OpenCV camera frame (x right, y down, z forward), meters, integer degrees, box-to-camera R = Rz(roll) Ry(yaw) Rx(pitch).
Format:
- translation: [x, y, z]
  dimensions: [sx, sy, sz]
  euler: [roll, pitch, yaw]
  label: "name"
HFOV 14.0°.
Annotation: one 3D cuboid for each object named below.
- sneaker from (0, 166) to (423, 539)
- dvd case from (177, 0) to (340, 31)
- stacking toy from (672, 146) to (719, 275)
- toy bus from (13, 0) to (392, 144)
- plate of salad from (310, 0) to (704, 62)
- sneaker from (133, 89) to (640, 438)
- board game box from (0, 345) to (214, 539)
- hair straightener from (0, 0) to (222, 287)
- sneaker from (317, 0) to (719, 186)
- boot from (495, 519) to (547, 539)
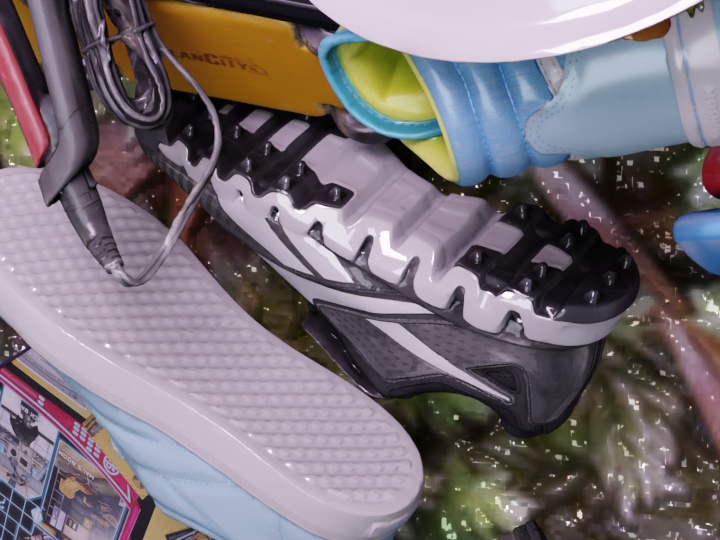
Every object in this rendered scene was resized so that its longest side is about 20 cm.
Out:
- translation: [-0.073, 0.047, 1.043]
  dimensions: [0.200, 0.074, 0.082]
  euler: [40, 134, 16]
  label: "sneaker"
- translation: [-0.072, -0.161, 0.995]
  dimensions: [0.199, 0.018, 0.143]
  euler: [12, 70, 16]
  label: "dvd case"
- translation: [0.158, -0.101, 0.942]
  dimensions: [0.109, 0.116, 0.201]
  euler: [-3, 91, 21]
  label: "stacking toy"
- translation: [-0.029, -0.098, 1.006]
  dimensions: [0.199, 0.065, 0.079]
  euler: [12, 67, 17]
  label: "toy bus"
- translation: [0.064, -0.138, 0.854]
  dimensions: [0.199, 0.201, 0.048]
  euler: [-9, 145, 23]
  label: "plate of salad"
- translation: [0.000, 0.000, 1.037]
  dimensions: [0.199, 0.066, 0.091]
  euler: [26, 130, 20]
  label: "sneaker"
- translation: [-0.083, 0.119, 1.124]
  dimensions: [0.135, 0.035, 0.201]
  euler: [-31, 94, 26]
  label: "board game box"
- translation: [-0.095, -0.093, 0.944]
  dimensions: [0.077, 0.041, 0.201]
  euler: [-17, 94, 21]
  label: "hair straightener"
- translation: [0.046, -0.108, 0.914]
  dimensions: [0.130, 0.201, 0.080]
  euler: [-15, 133, 7]
  label: "sneaker"
- translation: [0.033, 0.198, 1.066]
  dimensions: [0.130, 0.068, 0.201]
  euler: [-12, 104, 3]
  label: "boot"
